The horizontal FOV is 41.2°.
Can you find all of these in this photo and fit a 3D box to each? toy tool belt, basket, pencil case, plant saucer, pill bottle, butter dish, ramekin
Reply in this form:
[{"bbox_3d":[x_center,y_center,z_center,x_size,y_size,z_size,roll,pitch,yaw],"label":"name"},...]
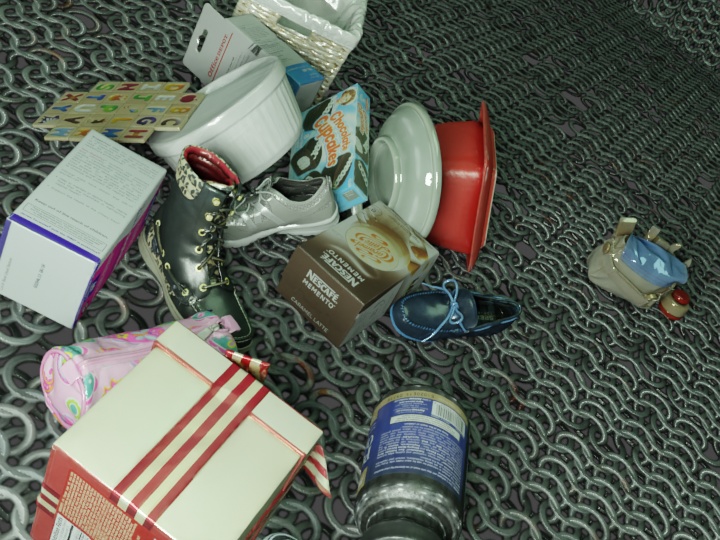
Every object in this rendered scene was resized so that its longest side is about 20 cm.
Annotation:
[{"bbox_3d":[0.476,-0.004,1.558,0.198,0.123,0.125,25,36,-10],"label":"toy tool belt"},{"bbox_3d":[-0.109,-0.392,1.540,0.196,0.162,0.201,24,35,-12],"label":"basket"},{"bbox_3d":[-0.213,0.094,0.953,0.199,0.088,0.088,-14,55,-44],"label":"pencil case"},{"bbox_3d":[0.049,-0.132,1.327,0.050,0.201,0.201,-2,46,-22],"label":"plant saucer"},{"bbox_3d":[0.053,0.221,0.980,0.111,0.112,0.201,26,35,-8],"label":"pill bottle"},{"bbox_3d":[0.119,-0.129,1.415,0.146,0.201,0.201,5,37,2],"label":"butter dish"},{"bbox_3d":[-0.164,-0.182,1.231,0.095,0.201,0.203,57,27,-25],"label":"ramekin"}]

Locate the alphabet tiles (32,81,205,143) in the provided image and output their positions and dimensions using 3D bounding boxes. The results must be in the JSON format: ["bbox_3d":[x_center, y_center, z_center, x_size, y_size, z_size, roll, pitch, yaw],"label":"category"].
[{"bbox_3d":[-0.305,-0.204,1.215,0.197,0.006,0.167,3,35,12],"label":"alphabet tiles"}]

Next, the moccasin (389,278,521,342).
[{"bbox_3d":[0.129,0.047,1.265,0.198,0.068,0.081,-3,71,-38],"label":"moccasin"}]

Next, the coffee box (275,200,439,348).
[{"bbox_3d":[0.000,0.000,1.228,0.114,0.080,0.200,40,36,12],"label":"coffee box"}]

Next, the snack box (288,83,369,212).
[{"bbox_3d":[-0.044,-0.158,1.322,0.037,0.115,0.202,43,35,-39],"label":"snack box"}]

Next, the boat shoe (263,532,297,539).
[{"bbox_3d":[-0.021,0.310,0.856,0.071,0.068,0.200,-12,54,-45],"label":"boat shoe"}]

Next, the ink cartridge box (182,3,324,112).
[{"bbox_3d":[-0.162,-0.297,1.426,0.200,0.116,0.068,43,37,14],"label":"ink cartridge box"}]

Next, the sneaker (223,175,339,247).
[{"bbox_3d":[-0.125,-0.087,1.201,0.198,0.083,0.075,-9,46,-11],"label":"sneaker"}]

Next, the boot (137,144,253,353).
[{"bbox_3d":[-0.167,-0.022,1.064,0.073,0.154,0.204,-13,54,-45],"label":"boot"}]

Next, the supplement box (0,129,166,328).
[{"bbox_3d":[-0.303,-0.050,1.040,0.103,0.102,0.201,27,36,-7],"label":"supplement box"}]

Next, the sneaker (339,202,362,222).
[{"bbox_3d":[-0.019,-0.129,1.381,0.080,0.075,0.201,20,37,-32],"label":"sneaker"}]

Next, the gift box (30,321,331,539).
[{"bbox_3d":[-0.144,0.187,0.823,0.199,0.185,0.187,38,44,2],"label":"gift box"}]
